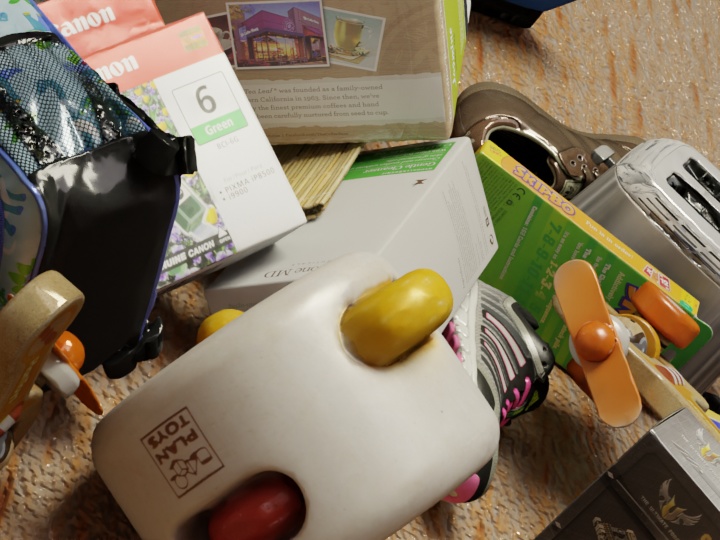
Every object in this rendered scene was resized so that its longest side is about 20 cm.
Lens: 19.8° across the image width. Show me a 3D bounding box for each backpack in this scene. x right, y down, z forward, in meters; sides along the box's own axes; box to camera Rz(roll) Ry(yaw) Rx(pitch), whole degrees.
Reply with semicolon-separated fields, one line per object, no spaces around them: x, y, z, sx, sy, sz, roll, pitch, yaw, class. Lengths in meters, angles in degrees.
-0.199;-0.048;1.047;0.147;0.183;0.200;-20;56;-30;backpack

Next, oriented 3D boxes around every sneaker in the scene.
0.156;-0.068;1.526;0.200;0.070;0.076;22;38;-11;sneaker
0.080;0.073;1.279;0.087;0.074;0.200;23;32;-15;sneaker

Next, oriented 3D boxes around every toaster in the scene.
0.218;0.004;1.445;0.200;0.129;0.114;46;35;7;toaster

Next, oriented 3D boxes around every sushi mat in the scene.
-0.041;-0.068;1.302;0.200;0.095;0.012;-60;137;-61;sushi mat

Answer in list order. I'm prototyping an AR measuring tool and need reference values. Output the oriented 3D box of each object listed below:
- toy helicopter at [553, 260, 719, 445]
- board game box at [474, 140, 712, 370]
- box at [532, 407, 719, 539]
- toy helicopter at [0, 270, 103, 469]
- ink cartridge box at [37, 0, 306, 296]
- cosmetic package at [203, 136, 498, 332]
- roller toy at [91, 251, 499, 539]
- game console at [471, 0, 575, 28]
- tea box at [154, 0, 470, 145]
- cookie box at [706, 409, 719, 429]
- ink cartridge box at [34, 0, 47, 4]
0.180;0.070;1.259;0.132;0.079;0.200;36;12;-44;toy helicopter
0.134;0.007;1.388;0.200;0.096;0.030;38;33;-4;board game box
0.189;0.203;1.165;0.200;0.158;0.048;50;34;14;box
-0.161;0.057;0.944;0.079;0.200;0.132;45;51;7;toy helicopter
-0.124;-0.091;1.152;0.109;0.050;0.200;-25;88;-29;ink cartridge box
0.000;0.000;1.235;0.200;0.107;0.085;-52;131;-58;cosmetic package
-0.036;0.080;1.040;0.182;0.200;0.140;-34;87;-16;roller toy
0.085;-0.276;1.642;0.200;0.118;0.171;14;42;-35;game console
-0.037;-0.185;1.324;0.200;0.134;0.197;-1;35;10;tea box
0.273;0.193;1.300;0.171;0.075;0.200;27;22;-19;cookie box
-0.207;-0.270;1.274;0.083;0.200;0.145;4;48;-37;ink cartridge box
